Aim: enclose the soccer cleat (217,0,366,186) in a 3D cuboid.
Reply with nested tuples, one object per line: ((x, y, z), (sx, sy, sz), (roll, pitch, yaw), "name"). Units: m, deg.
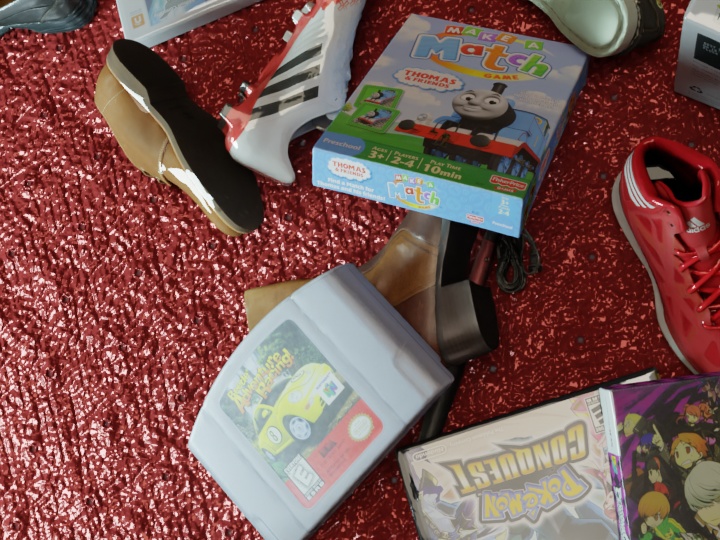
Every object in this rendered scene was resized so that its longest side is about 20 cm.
((-0.033, -0.161, 0.846), (0.085, 0.069, 0.201), (37, 80, -6), "soccer cleat")

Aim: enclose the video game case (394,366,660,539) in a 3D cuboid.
((0.142, 0.185, 0.737), (0.197, 0.025, 0.184), (-19, 80, 9), "video game case")

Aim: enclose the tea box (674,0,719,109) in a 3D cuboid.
((0.348, -0.190, 0.715), (0.198, 0.134, 0.199), (29, 88, 18), "tea box")

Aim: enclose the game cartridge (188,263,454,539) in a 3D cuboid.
((-0.039, 0.100, 0.766), (0.133, 0.041, 0.201), (47, 113, 17), "game cartridge")

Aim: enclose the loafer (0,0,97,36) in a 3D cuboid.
((-0.337, -0.245, 0.932), (0.196, 0.072, 0.074), (-9, 77, 13), "loafer")

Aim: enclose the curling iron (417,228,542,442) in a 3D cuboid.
((0.082, 0.057, 0.787), (0.049, 0.026, 0.203), (23, 85, 20), "curling iron")

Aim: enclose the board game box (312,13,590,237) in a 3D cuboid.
((0.072, -0.114, 0.762), (0.149, 0.037, 0.201), (15, 43, 16), "board game box")

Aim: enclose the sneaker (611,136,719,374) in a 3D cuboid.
((0.231, 0.000, 0.714), (0.078, 0.116, 0.202), (-32, 73, 5), "sneaker")

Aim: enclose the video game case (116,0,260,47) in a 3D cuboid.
((-0.134, -0.310, 0.920), (0.197, 0.023, 0.185), (-20, 75, 9), "video game case")

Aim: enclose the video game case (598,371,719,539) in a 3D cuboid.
((0.266, 0.155, 0.682), (0.196, 0.036, 0.185), (-7, 87, 1), "video game case")

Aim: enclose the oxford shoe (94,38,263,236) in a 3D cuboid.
((-0.152, -0.096, 0.869), (0.201, 0.071, 0.071), (51, 121, 18), "oxford shoe")

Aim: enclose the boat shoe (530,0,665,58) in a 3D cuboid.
((0.156, -0.241, 0.815), (0.203, 0.060, 0.072), (57, 140, 26), "boat shoe")

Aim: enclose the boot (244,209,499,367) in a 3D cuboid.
((0.000, 0.000, 0.810), (0.197, 0.068, 0.192), (-17, 75, 26), "boot")
